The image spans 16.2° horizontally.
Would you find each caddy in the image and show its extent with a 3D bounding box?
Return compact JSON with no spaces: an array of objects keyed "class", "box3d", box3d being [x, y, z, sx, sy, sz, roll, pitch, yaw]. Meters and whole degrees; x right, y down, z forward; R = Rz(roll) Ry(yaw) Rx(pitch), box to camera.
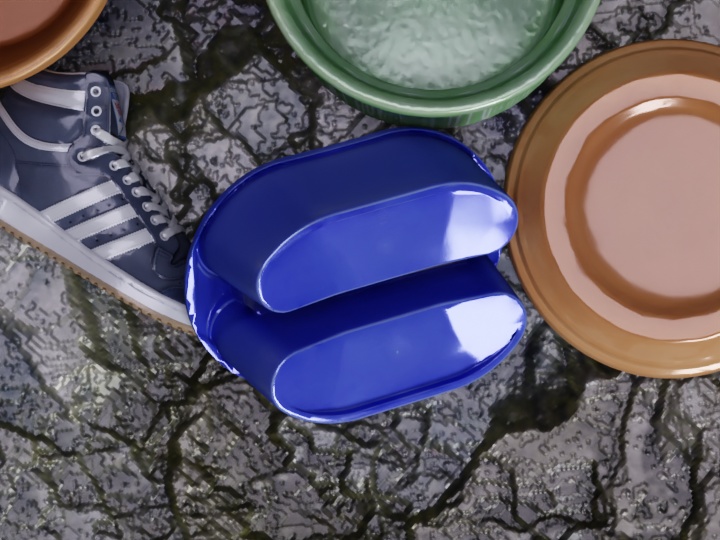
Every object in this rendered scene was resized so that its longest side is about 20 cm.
[{"class":"caddy","box3d":[0.000,0.000,1.435,0.199,0.105,0.142,-15,118,-18]}]

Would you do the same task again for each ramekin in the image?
[{"class":"ramekin","box3d":[0.041,-0.177,1.440,0.199,0.098,0.201,0,81,1]}]

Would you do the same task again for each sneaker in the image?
[{"class":"sneaker","box3d":[-0.136,-0.046,1.470,0.199,0.070,0.109,30,92,4]}]

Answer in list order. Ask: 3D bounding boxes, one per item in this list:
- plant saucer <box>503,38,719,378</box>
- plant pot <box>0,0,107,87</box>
[{"class":"plant saucer","box3d":[0.183,-0.037,1.481,0.199,0.037,0.201,0,91,1]},{"class":"plant pot","box3d":[-0.224,-0.197,1.436,0.199,0.140,0.201,0,91,1]}]
